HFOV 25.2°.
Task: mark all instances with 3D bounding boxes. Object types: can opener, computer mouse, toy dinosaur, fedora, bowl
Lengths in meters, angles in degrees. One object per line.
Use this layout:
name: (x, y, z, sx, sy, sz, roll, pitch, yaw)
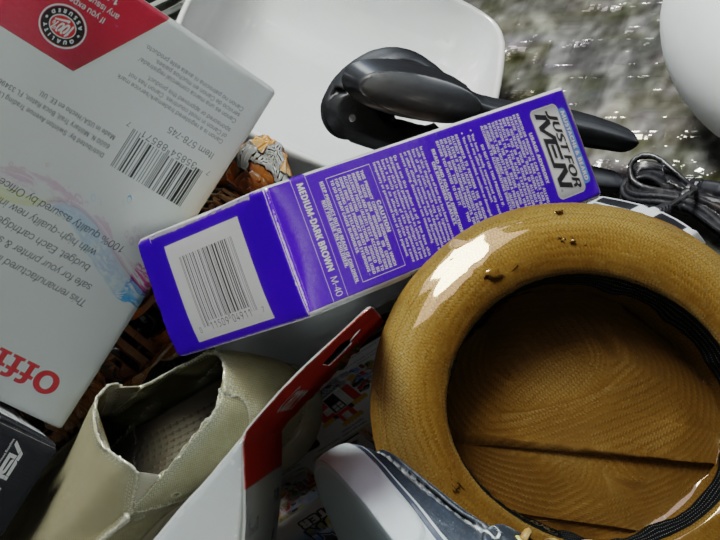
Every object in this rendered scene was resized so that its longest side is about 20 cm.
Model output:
can opener: (0.070, -0.078, 0.929, 0.200, 0.063, 0.079, 15, 20, -26)
computer mouse: (0.140, -0.009, 0.862, 0.110, 0.044, 0.200, 25, 33, 35)
toy dinosaur: (-0.116, 0.009, 0.862, 0.200, 0.102, 0.136, -34, 12, -26)
fedora: (0.098, 0.065, 0.744, 0.200, 0.201, 0.082, -24, -2, -12)
bowl: (-0.020, -0.112, 1.003, 0.199, 0.075, 0.200, 23, 45, -3)

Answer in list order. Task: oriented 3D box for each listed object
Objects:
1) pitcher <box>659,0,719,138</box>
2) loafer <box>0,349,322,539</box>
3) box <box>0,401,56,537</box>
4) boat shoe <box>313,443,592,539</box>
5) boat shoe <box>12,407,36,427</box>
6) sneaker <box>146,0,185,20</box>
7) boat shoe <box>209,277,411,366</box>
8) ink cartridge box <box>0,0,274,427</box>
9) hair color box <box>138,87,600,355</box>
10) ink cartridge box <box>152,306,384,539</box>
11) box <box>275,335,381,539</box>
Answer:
pitcher: (0.279, -0.111, 0.928, 0.171, 0.121, 0.200, -8, 43, -25)
loafer: (-0.115, 0.093, 0.782, 0.200, 0.068, 0.076, -33, 43, 13)
box: (-0.258, 0.107, 0.815, 0.200, 0.049, 0.161, 28, 83, 44)
boat shoe: (0.072, 0.133, 0.660, 0.091, 0.071, 0.200, -35, 72, -23)
boat shoe: (-0.221, 0.050, 0.914, 0.067, 0.072, 0.200, -18, 40, -28)
sneaker: (-0.064, -0.164, 1.102, 0.200, 0.115, 0.076, 2, 40, 21)
boat shoe: (0.000, 0.000, 0.898, 0.200, 0.071, 0.064, -31, -3, -15)
ink cartridge box: (-0.173, -0.055, 0.795, 0.200, 0.145, 0.145, -57, 34, 1)
hair color box: (0.007, -0.026, 0.775, 0.200, 0.065, 0.109, -20, 1, -40)
ink cartridge box: (-0.045, 0.105, 0.665, 0.047, 0.160, 0.200, 42, 89, 5)
box: (0.022, 0.081, 0.818, 0.200, 0.035, 0.110, -31, 39, -20)
